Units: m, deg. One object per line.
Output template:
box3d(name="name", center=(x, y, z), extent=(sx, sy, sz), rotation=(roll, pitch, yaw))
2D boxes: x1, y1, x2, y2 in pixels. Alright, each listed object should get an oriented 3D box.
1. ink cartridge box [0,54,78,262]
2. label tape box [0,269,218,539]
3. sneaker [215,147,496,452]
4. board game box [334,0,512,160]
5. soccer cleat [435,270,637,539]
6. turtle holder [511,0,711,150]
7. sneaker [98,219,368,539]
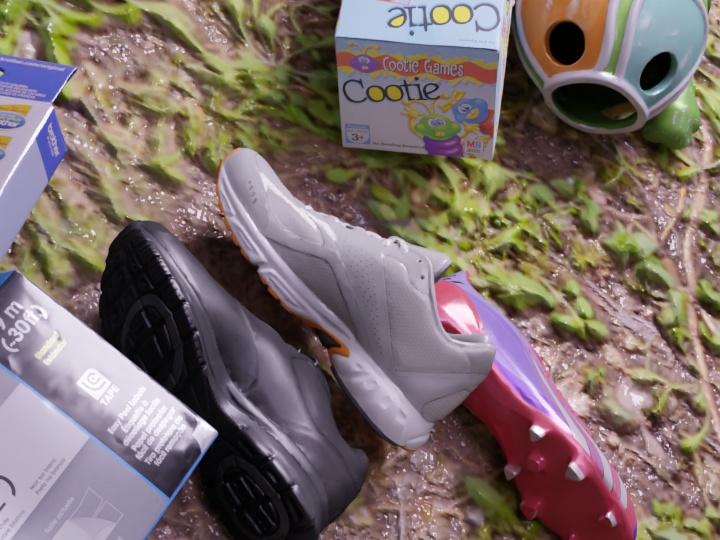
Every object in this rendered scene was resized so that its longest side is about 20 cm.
box3d(name="ink cartridge box", center=(-0.229, -0.035, 0.759), extent=(0.119, 0.042, 0.201), rotation=(9, 52, 15))
box3d(name="label tape box", center=(-0.190, 0.078, 0.736), extent=(0.200, 0.066, 0.144), rotation=(41, 49, -7))
box3d(name="sneaker", center=(0.000, 0.000, 0.870), extent=(0.200, 0.092, 0.076), rotation=(52, 7, 2))
box3d(name="board game box", center=(0.049, -0.185, 0.998), extent=(0.104, 0.103, 0.201), rotation=(6, 54, 7))
box3d(name="soccer cleat", center=(0.104, 0.085, 0.919), extent=(0.200, 0.067, 0.076), rotation=(47, 44, 4))
box3d(name="turtle holder", center=(0.178, -0.164, 1.084), extent=(0.140, 0.186, 0.133), rotation=(7, 68, 12))
box3d(name="sneaker", center=(-0.069, 0.058, 0.829), extent=(0.091, 0.076, 0.201), rotation=(-29, 87, -50))
